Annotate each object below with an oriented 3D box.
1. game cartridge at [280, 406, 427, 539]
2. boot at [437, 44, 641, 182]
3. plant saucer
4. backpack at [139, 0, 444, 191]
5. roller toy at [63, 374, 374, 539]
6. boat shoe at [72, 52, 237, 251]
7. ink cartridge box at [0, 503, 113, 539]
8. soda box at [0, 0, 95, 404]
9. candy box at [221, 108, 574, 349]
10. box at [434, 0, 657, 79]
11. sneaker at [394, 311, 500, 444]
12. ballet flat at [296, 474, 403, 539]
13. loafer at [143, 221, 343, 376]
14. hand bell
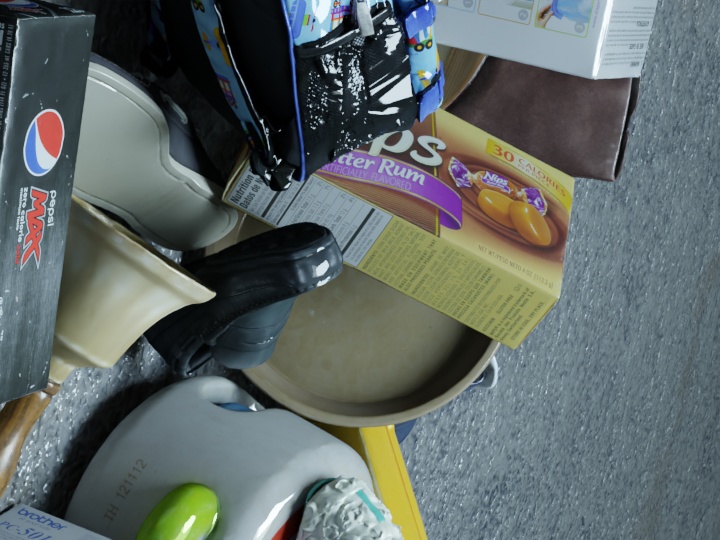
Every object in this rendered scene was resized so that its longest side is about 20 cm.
[{"bbox_3d":[-0.004,0.155,1.321,0.176,0.032,0.200,120,-40,-60],"label":"game cartridge"},{"bbox_3d":[0.113,-0.086,1.474,0.072,0.166,0.200,14,91,-66],"label":"boot"},{"bbox_3d":[0.000,0.000,1.239,0.029,0.200,0.200,121,-12,-82],"label":"plant saucer"},{"bbox_3d":[-0.045,-0.175,1.049,0.134,0.183,0.200,-25,132,-19],"label":"backpack"},{"bbox_3d":[-0.093,0.167,1.209,0.182,0.140,0.200,-40,145,-37],"label":"roller toy"},{"bbox_3d":[-0.134,-0.077,1.097,0.200,0.073,0.063,47,20,-58],"label":"boat shoe"},{"bbox_3d":[-0.125,0.208,1.083,0.044,0.200,0.094,-30,131,-53],"label":"ink cartridge box"},{"bbox_3d":[-0.187,-0.035,0.971,0.071,0.063,0.200,-18,121,-63],"label":"soda box"},{"bbox_3d":[0.026,-0.048,1.163,0.056,0.200,0.117,-53,-166,39],"label":"candy box"},{"bbox_3d":[0.092,-0.200,1.317,0.112,0.200,0.102,-15,118,-65],"label":"box"},{"bbox_3d":[0.037,0.079,1.337,0.070,0.109,0.200,-19,139,-24],"label":"sneaker"},{"bbox_3d":[-0.017,0.215,1.161,0.072,0.072,0.200,-40,147,-52],"label":"ballet flat"},{"bbox_3d":[-0.066,0.020,1.124,0.068,0.200,0.070,-26,93,-33],"label":"loafer"},{"bbox_3d":[-0.176,0.066,1.052,0.200,0.104,0.104,-56,155,0],"label":"hand bell"}]
